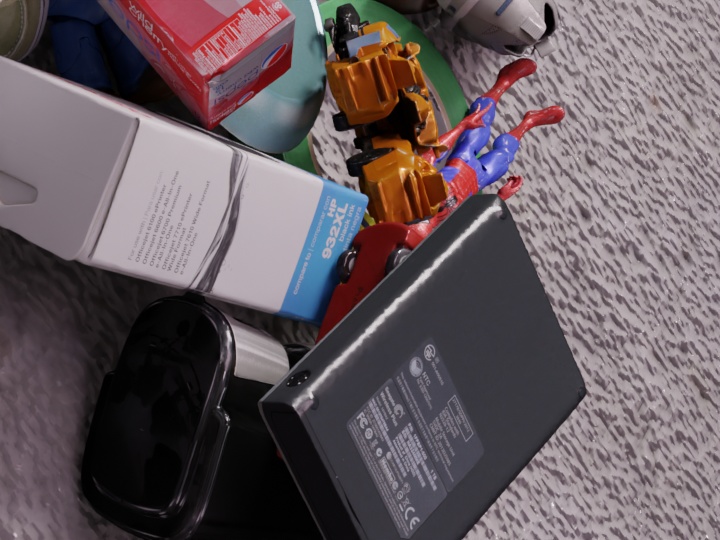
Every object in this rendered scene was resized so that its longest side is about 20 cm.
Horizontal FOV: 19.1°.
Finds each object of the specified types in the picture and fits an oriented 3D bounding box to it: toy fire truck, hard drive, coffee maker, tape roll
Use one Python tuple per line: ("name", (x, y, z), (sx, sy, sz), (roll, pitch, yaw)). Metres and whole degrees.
("toy fire truck", (0.023, 0.091, 1.212), (0.141, 0.048, 0.201), (38, 63, -38))
("hard drive", (0.041, 0.070, 1.172), (0.200, 0.033, 0.140), (-43, 118, -36))
("coffee maker", (-0.050, 0.124, 1.253), (0.199, 0.134, 0.194), (14, 68, -43))
("tape roll", (0.000, -0.080, 1.440), (0.199, 0.048, 0.202), (19, 63, -42))

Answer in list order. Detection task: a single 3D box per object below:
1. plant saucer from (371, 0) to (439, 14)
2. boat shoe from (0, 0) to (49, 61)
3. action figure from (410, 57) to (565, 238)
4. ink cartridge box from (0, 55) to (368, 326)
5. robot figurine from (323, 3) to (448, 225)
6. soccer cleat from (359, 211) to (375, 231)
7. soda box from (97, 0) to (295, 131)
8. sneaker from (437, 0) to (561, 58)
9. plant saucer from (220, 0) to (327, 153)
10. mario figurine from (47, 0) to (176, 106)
("plant saucer", (0.086, -0.245, 1.477), (0.032, 0.200, 0.200), (44, 44, 5))
("boat shoe", (-0.208, -0.172, 1.133), (0.201, 0.071, 0.062), (87, 1, -53))
("action figure", (0.077, -0.073, 1.452), (0.200, 0.051, 0.066), (-49, 117, -41))
("ink cartridge box", (-0.116, -0.044, 1.192), (0.199, 0.144, 0.084), (17, 96, -52))
("robot figurine", (0.018, -0.091, 1.313), (0.200, 0.058, 0.146), (-81, 155, -78))
("soccer cleat", (0.001, -0.001, 1.328), (0.199, 0.084, 0.065), (31, 95, -25))
("soda box", (-0.121, -0.176, 1.159), (0.063, 0.070, 0.200), (-37, 78, -15))
("sneaker", (0.103, -0.177, 1.515), (0.082, 0.075, 0.200), (44, 12, 4))
("plant saucer", (-0.073, -0.168, 1.280), (0.200, 0.027, 0.201), (46, 32, -40))
("mario figurine", (-0.165, -0.184, 1.250), (0.201, 0.105, 0.124), (66, 20, -15))
